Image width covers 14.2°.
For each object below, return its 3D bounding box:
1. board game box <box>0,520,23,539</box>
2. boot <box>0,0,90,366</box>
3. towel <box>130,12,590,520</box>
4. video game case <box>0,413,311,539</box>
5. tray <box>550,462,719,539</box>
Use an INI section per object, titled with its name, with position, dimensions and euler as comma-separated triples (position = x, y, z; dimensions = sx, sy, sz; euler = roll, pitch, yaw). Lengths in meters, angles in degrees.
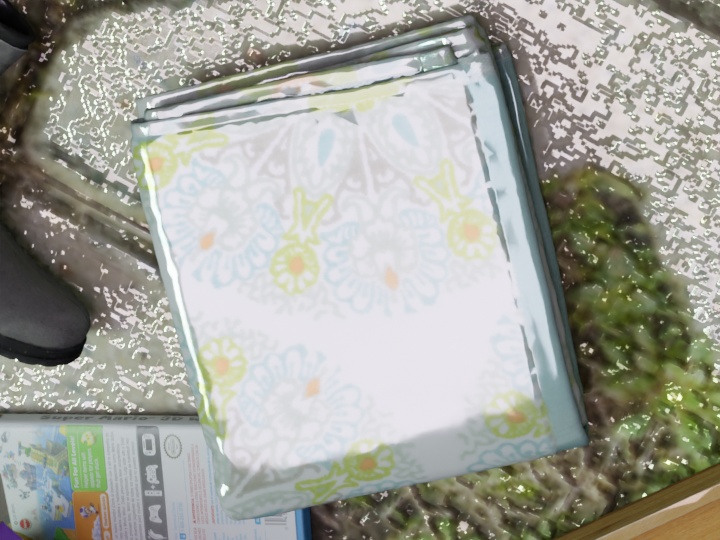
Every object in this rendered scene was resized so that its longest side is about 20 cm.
[board game box]
position = -0.179, 0.281, 1.295
dimensions = 0.200, 0.200, 0.200
euler = 41, 125, -2
[boot]
position = -0.181, -0.057, 1.291
dimensions = 0.200, 0.070, 0.132
euler = 35, 105, -4
[towel]
position = 0.000, 0.000, 1.272
dimensions = 0.171, 0.048, 0.200
euler = -12, 101, 11
[video game case]
position = -0.121, 0.137, 1.359
dimensions = 0.199, 0.018, 0.143
euler = 0, 107, 12
[tray]
position = 0.166, 0.139, 1.289
dimensions = 0.200, 0.037, 0.099
euler = -27, 99, 17
